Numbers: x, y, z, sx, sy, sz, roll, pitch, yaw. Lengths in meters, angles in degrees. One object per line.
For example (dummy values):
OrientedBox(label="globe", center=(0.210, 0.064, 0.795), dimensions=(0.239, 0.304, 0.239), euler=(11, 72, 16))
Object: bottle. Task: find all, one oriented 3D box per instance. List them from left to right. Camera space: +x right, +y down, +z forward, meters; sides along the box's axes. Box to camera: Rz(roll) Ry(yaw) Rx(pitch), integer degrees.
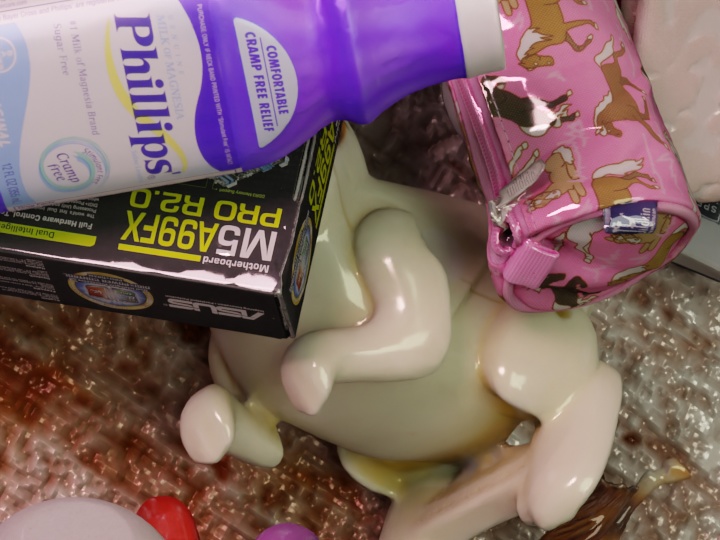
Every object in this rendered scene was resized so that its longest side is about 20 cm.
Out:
OrientedBox(label="bottle", center=(-0.052, -0.073, 0.906), dimensions=(0.199, 0.065, 0.084), euler=(-9, 122, 0))

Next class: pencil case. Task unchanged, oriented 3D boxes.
OrientedBox(label="pencil case", center=(0.062, -0.087, 1.026), dimensions=(0.082, 0.087, 0.201), euler=(-19, 69, 5))

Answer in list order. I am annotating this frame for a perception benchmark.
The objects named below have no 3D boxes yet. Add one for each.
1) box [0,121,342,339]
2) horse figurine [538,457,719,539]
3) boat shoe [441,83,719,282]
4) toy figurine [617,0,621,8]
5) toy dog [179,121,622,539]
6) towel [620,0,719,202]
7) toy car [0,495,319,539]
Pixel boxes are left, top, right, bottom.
OrientedBox(label="box", center=(-0.105, -0.069, 0.979), dimensions=(0.199, 0.044, 0.161), euler=(8, 68, 9))
OrientedBox(label="horse figurine", center=(0.125, 0.169, 1.142), dimensions=(0.132, 0.050, 0.200), euler=(-41, 113, -5))
OrientedBox(label="boat shoe", center=(0.106, -0.047, 1.139), dimensions=(0.199, 0.066, 0.072), euler=(20, 84, -30))
OrientedBox(label="toy figurine", center=(0.130, -0.186, 1.143), dimensions=(0.183, 0.150, 0.201), euler=(-17, 72, -17))
OrientedBox(label="toy dog", center=(0.000, 0.000, 1.051), dimensions=(0.200, 0.139, 0.194), euler=(37, 58, -20))
OrientedBox(label="towel", center=(0.195, -0.119, 1.079), dimensions=(0.199, 0.032, 0.192), euler=(-6, 121, -20))
OrientedBox(label="toy car", center=(-0.057, 0.155, 1.003), dimensions=(0.199, 0.176, 0.150), euler=(13, 35, 7))
